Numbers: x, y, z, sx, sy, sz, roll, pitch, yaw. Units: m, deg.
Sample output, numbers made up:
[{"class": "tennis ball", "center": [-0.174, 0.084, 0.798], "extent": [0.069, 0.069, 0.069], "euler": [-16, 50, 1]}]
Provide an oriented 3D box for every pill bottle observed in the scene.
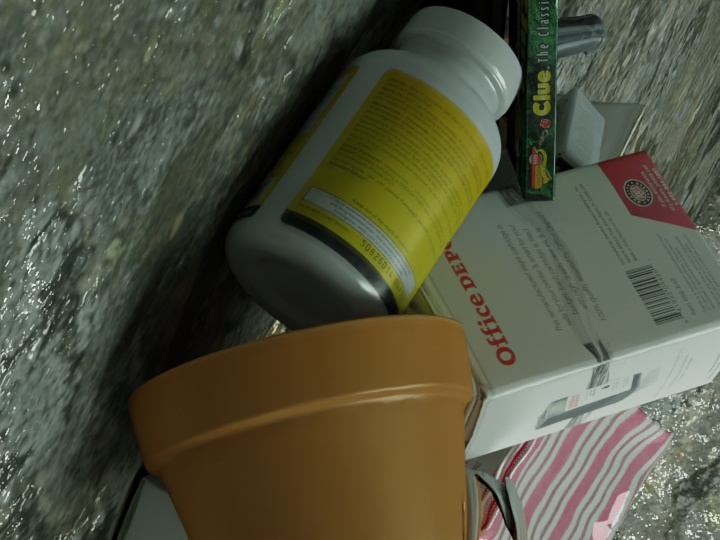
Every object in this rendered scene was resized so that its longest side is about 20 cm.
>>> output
[{"class": "pill bottle", "center": [0.015, -0.059, 1.190], "extent": [0.200, 0.112, 0.112], "euler": [-55, 165, -24]}]

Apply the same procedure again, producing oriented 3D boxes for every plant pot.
[{"class": "plant pot", "center": [-0.022, 0.120, 1.135], "extent": [0.200, 0.199, 0.141], "euler": [53, 23, -75]}]

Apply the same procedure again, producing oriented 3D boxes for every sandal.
[{"class": "sandal", "center": [0.075, 0.160, 1.249], "extent": [0.207, 0.059, 0.080], "euler": [177, -77, -88]}]

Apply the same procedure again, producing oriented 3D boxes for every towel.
[{"class": "towel", "center": [0.155, 0.151, 1.420], "extent": [0.147, 0.030, 0.200], "euler": [-59, 145, -4]}]

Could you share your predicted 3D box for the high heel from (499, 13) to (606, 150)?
[{"class": "high heel", "center": [0.088, -0.115, 1.506], "extent": [0.142, 0.071, 0.200], "euler": [-13, 145, -44]}]

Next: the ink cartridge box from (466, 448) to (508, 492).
[{"class": "ink cartridge box", "center": [0.037, 0.168, 1.494], "extent": [0.146, 0.200, 0.084], "euler": [-54, 165, -10]}]

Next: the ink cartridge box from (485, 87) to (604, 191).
[{"class": "ink cartridge box", "center": [0.087, -0.028, 1.424], "extent": [0.200, 0.041, 0.200], "euler": [-42, -172, 23]}]

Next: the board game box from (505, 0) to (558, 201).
[{"class": "board game box", "center": [0.108, -0.155, 1.252], "extent": [0.105, 0.023, 0.201], "euler": [-103, -169, -68]}]

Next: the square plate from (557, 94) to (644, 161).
[{"class": "square plate", "center": [0.146, -0.060, 1.675], "extent": [0.199, 0.028, 0.200], "euler": [-62, -163, -1]}]

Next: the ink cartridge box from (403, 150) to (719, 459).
[{"class": "ink cartridge box", "center": [0.122, 0.021, 1.275], "extent": [0.199, 0.146, 0.085], "euler": [-14, 148, -24]}]

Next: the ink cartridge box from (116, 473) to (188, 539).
[{"class": "ink cartridge box", "center": [-0.053, 0.171, 1.312], "extent": [0.200, 0.145, 0.088], "euler": [-33, 147, -63]}]

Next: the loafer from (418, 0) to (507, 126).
[{"class": "loafer", "center": [0.061, -0.148, 1.294], "extent": [0.072, 0.063, 0.201], "euler": [-87, 179, -64]}]
